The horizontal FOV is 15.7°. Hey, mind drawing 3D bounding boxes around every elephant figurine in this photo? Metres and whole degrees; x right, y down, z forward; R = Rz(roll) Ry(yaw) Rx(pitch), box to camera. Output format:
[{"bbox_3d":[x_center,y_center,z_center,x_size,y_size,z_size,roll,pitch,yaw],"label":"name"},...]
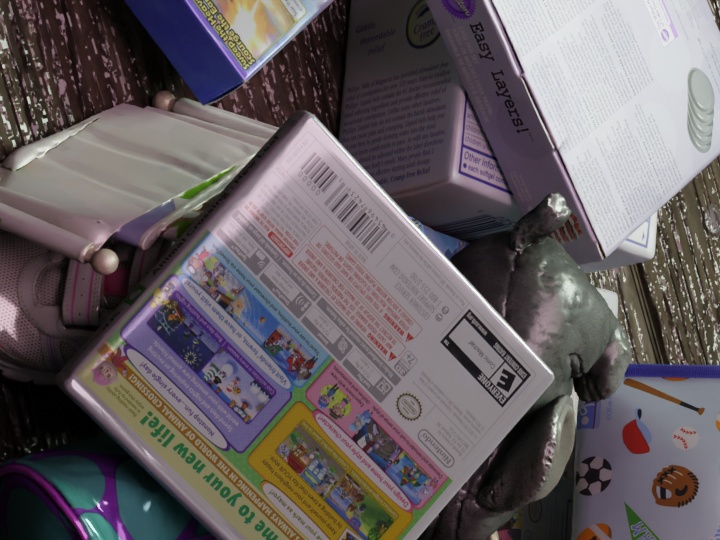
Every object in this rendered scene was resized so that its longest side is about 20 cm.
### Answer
[{"bbox_3d":[0.065,0.089,1.423,0.155,0.141,0.201,47,51,-30],"label":"elephant figurine"}]

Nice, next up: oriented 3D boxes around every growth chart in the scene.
[{"bbox_3d":[-0.109,-0.048,1.348,0.200,0.144,0.018,-27,133,-46],"label":"growth chart"}]

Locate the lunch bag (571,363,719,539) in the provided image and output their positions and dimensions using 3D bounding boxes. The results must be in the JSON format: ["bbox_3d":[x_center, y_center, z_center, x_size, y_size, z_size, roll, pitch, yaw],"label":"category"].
[{"bbox_3d":[0.226,0.148,1.513,0.124,0.199,0.171,60,30,-64],"label":"lunch bag"}]

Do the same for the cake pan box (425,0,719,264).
[{"bbox_3d":[0.133,-0.129,1.512,0.184,0.052,0.201,-42,112,-43],"label":"cake pan box"}]

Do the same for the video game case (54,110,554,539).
[{"bbox_3d":[-0.024,0.054,1.307,0.182,0.022,0.200,-48,113,-10],"label":"video game case"}]

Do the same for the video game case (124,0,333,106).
[{"bbox_3d":[-0.085,-0.221,1.441,0.200,0.045,0.181,53,48,-11],"label":"video game case"}]

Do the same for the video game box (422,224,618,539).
[{"bbox_3d":[0.076,0.091,1.561,0.182,0.047,0.201,20,68,-43],"label":"video game box"}]

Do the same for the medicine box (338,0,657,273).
[{"bbox_3d":[0.088,-0.115,1.572,0.182,0.103,0.201,19,69,-41],"label":"medicine box"}]

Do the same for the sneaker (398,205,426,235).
[{"bbox_3d":[0.000,0.000,1.420,0.078,0.200,0.076,-20,97,-3],"label":"sneaker"}]

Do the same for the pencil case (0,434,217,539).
[{"bbox_3d":[-0.096,0.122,1.350,0.199,0.085,0.092,-13,48,-45],"label":"pencil case"}]

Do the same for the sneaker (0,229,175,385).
[{"bbox_3d":[-0.115,0.012,1.328,0.199,0.088,0.082,7,66,-20],"label":"sneaker"}]
